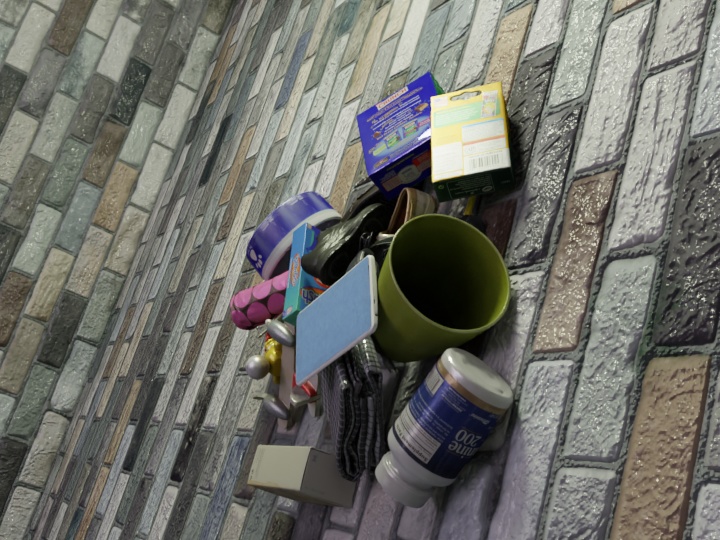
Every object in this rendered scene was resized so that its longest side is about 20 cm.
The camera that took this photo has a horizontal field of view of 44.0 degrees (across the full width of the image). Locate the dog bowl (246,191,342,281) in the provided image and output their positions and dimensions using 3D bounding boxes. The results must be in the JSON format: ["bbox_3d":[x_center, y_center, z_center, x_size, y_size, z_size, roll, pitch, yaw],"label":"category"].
[{"bbox_3d":[-0.130,-0.060,1.780,0.079,0.199,0.201,46,116,17],"label":"dog bowl"}]

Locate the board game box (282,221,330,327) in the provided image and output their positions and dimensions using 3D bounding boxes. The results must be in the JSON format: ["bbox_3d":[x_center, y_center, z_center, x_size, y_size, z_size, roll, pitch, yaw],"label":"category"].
[{"bbox_3d":[-0.062,0.031,1.619,0.045,0.151,0.202,-33,40,38],"label":"board game box"}]

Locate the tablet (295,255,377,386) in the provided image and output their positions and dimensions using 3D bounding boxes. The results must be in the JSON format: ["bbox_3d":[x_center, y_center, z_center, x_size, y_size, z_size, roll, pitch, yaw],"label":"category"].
[{"bbox_3d":[-0.038,0.077,1.322,0.200,0.014,0.132,-40,40,40],"label":"tablet"}]

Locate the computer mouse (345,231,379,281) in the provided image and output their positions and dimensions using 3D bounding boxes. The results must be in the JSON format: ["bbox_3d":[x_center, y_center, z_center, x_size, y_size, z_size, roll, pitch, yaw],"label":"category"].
[{"bbox_3d":[-0.012,0.028,1.440,0.201,0.045,0.142,-96,22,-66],"label":"computer mouse"}]

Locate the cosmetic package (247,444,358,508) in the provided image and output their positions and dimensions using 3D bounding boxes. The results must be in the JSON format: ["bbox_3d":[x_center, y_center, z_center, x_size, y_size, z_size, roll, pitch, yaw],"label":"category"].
[{"bbox_3d":[-0.096,0.337,1.467,0.199,0.103,0.074,-16,54,59],"label":"cosmetic package"}]

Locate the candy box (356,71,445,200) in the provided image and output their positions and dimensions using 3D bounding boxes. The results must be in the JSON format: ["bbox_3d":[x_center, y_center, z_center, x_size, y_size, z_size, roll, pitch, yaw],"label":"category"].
[{"bbox_3d":[0.088,-0.247,1.616,0.168,0.077,0.202,-29,39,17],"label":"candy box"}]

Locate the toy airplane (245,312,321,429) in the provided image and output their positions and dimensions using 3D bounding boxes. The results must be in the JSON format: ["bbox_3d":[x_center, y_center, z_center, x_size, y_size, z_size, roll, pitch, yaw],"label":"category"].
[{"bbox_3d":[-0.140,0.184,1.635,0.199,0.139,0.203,140,126,-69],"label":"toy airplane"}]

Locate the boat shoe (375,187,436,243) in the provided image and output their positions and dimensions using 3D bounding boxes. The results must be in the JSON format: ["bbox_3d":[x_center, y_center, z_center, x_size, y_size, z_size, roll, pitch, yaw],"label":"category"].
[{"bbox_3d":[0.060,-0.051,1.555,0.074,0.069,0.202,19,86,63],"label":"boat shoe"}]

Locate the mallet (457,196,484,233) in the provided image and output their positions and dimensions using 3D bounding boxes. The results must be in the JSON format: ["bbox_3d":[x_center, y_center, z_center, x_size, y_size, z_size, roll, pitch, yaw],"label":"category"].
[{"bbox_3d":[0.190,-0.132,1.429,0.066,0.041,0.202,-11,54,61],"label":"mallet"}]

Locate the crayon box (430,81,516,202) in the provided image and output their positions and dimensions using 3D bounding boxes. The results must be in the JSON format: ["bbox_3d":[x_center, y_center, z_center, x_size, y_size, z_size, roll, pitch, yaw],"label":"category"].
[{"bbox_3d":[0.178,-0.207,1.428,0.124,0.052,0.202,-10,50,15],"label":"crayon box"}]

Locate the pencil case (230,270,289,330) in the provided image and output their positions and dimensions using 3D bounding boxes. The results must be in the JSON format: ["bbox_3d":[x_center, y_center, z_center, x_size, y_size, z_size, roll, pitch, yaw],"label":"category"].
[{"bbox_3d":[-0.152,0.053,1.713,0.198,0.093,0.092,-19,88,27],"label":"pencil case"}]

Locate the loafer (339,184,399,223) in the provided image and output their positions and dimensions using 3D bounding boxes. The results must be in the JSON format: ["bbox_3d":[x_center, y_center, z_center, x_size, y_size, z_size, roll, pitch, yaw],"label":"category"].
[{"bbox_3d":[0.015,-0.124,1.704,0.199,0.072,0.072,-38,35,42],"label":"loafer"}]

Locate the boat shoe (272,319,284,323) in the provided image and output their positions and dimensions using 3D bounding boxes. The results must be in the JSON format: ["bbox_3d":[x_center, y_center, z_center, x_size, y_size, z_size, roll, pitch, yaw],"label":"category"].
[{"bbox_3d":[-0.112,0.073,1.779,0.071,0.068,0.202,30,99,27],"label":"boat shoe"}]

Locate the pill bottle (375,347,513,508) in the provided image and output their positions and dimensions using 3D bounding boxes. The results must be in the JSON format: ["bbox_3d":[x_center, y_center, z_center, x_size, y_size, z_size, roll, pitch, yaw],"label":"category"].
[{"bbox_3d":[0.106,0.213,1.186,0.201,0.110,0.111,-57,27,15],"label":"pill bottle"}]

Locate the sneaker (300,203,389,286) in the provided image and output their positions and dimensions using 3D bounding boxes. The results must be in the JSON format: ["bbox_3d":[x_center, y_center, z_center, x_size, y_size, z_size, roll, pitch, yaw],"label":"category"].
[{"bbox_3d":[-0.028,-0.058,1.564,0.090,0.077,0.200,18,47,41],"label":"sneaker"}]

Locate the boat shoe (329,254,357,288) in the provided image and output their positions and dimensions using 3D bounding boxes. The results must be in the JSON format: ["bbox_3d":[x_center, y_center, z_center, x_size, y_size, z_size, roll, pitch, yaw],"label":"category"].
[{"bbox_3d":[0.000,0.000,1.611,0.201,0.070,0.064,-58,-1,-30],"label":"boat shoe"}]

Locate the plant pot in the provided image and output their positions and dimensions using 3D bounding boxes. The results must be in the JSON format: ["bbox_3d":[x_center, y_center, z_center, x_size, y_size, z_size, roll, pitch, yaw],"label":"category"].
[{"bbox_3d":[0.094,0.052,1.311,0.201,0.185,0.189,123,159,-53],"label":"plant pot"}]

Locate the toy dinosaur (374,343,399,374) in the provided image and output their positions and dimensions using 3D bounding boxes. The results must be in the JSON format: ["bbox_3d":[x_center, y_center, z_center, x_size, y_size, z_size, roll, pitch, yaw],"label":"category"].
[{"bbox_3d":[0.014,0.093,1.503,0.104,0.076,0.200,-70,23,3],"label":"toy dinosaur"}]

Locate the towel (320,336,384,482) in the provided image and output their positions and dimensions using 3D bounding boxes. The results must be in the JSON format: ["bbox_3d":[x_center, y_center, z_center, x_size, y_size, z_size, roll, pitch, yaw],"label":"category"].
[{"bbox_3d":[-0.015,0.195,1.368,0.166,0.084,0.203,-107,13,-58],"label":"towel"}]

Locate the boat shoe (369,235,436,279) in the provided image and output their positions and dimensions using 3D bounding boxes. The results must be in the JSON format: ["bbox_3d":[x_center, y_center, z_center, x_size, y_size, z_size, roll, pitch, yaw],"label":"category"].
[{"bbox_3d":[0.067,-0.012,1.452,0.198,0.065,0.076,19,110,45],"label":"boat shoe"}]
